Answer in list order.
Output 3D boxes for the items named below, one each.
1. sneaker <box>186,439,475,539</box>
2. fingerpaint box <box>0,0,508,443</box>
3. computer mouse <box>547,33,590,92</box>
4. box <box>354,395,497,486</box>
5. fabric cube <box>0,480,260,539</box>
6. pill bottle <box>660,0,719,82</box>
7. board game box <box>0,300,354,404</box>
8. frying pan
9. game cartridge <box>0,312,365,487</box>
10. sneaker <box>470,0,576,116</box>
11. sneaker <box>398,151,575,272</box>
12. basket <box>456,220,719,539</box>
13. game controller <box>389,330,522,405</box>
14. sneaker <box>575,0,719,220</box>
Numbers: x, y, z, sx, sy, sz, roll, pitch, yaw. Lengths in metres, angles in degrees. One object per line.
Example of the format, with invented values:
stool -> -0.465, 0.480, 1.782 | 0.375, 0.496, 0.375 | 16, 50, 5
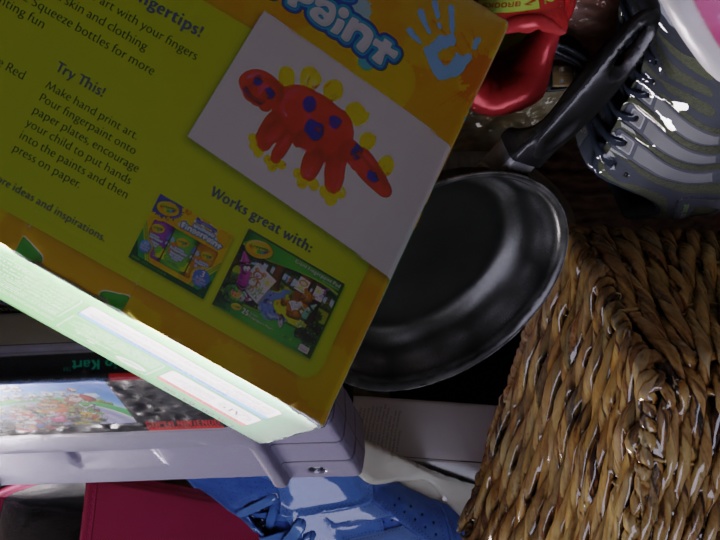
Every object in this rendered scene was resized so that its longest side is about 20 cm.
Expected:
sneaker -> -0.014, 0.143, 1.120 | 0.199, 0.112, 0.077 | 23, 158, -28
fingerpaint box -> -0.074, -0.061, 0.805 | 0.199, 0.168, 0.073 | 29, 162, -14
computer mouse -> 0.001, -0.077, 0.974 | 0.199, 0.034, 0.059 | -4, 148, 0
box -> 0.025, 0.105, 1.211 | 0.199, 0.037, 0.144 | 3, 159, 27
fabric cube -> -0.097, 0.225, 1.255 | 0.198, 0.201, 0.196 | 11, 167, -21
pill bottle -> 0.200, -0.148, 0.798 | 0.199, 0.114, 0.113 | -20, 145, 25
board game box -> -0.113, 0.024, 0.932 | 0.135, 0.028, 0.200 | -15, 150, 32
frying pan -> 0.038, -0.027, 0.901 | 0.114, 0.031, 0.191 | -8, 134, -27
game cartridge -> -0.107, 0.054, 0.926 | 0.199, 0.039, 0.130 | -3, 159, 11
sneaker -> 0.062, -0.129, 0.845 | 0.076, 0.085, 0.200 | -3, 149, -1
sneaker -> 0.000, 0.001, 1.003 | 0.200, 0.073, 0.114 | 11, 132, -48
basket -> 0.150, 0.091, 1.034 | 0.148, 0.143, 0.201 | 1, 126, -22
game controller -> 0.118, 0.055, 1.207 | 0.199, 0.042, 0.105 | 4, 133, -13
sneaker -> 0.124, -0.073, 0.947 | 0.080, 0.074, 0.200 | -18, 145, 9
